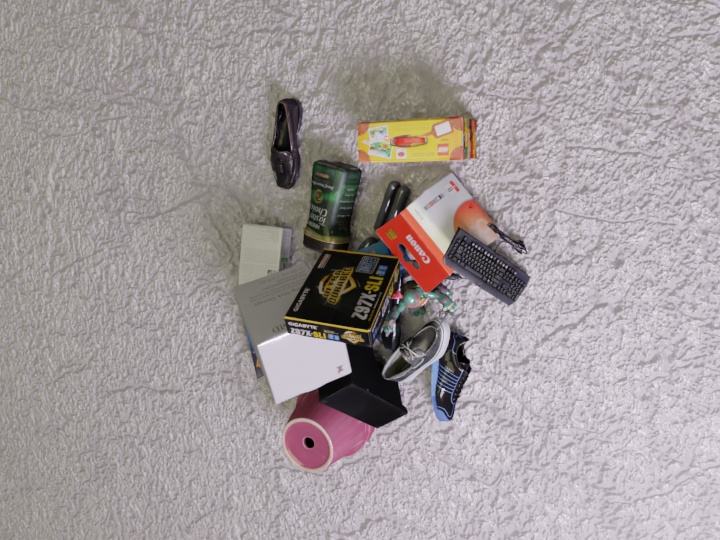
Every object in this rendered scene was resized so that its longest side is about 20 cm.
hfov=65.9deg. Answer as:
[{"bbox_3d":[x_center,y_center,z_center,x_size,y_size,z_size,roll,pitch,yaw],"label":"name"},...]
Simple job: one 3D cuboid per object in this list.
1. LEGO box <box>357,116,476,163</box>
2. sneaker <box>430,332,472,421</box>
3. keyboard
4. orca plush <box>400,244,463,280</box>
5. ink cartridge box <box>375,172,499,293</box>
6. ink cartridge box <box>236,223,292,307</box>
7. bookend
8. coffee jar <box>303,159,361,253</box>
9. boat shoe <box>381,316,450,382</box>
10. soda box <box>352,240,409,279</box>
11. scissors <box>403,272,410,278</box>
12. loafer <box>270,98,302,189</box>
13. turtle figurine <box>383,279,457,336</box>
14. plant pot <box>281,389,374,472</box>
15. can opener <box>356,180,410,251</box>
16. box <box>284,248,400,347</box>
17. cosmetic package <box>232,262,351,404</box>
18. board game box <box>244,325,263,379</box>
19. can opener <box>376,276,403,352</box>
[{"bbox_3d":[0.114,-0.250,1.074,0.199,0.149,0.078,3,103,22],"label":"LEGO box"},{"bbox_3d":[0.198,0.232,1.192,0.078,0.070,0.201,1,101,30],"label":"sneaker"},{"bbox_3d":[0.257,-0.025,1.073,0.200,0.021,0.127,30,85,-25],"label":"keyboard"},{"bbox_3d":[0.174,-0.002,1.149,0.199,0.105,0.071,-1,136,12],"label":"orca plush"},{"bbox_3d":[0.154,-0.077,1.084,0.162,0.200,0.050,51,155,5],"label":"ink cartridge box"},{"bbox_3d":[-0.227,-0.006,1.308,0.109,0.050,0.201,7,95,21],"label":"ink cartridge box"},{"bbox_3d":[-0.002,0.220,1.246,0.092,0.199,0.201,-33,44,24],"label":"bookend"},{"bbox_3d":[-0.064,-0.132,1.205,0.104,0.085,0.201,21,110,35],"label":"coffee jar"},{"bbox_3d":[0.115,0.176,1.169,0.072,0.071,0.200,57,131,33],"label":"boat shoe"},{"bbox_3d":[0.000,0.000,1.161,0.200,0.068,0.064,-21,119,38],"label":"soda box"},{"bbox_3d":[0.039,0.034,1.247,0.199,0.014,0.073,-1,99,22],"label":"scissors"},{"bbox_3d":[-0.173,-0.280,1.233,0.072,0.063,0.201,13,106,20],"label":"loafer"},{"bbox_3d":[0.117,0.065,1.110,0.149,0.200,0.101,-12,89,18],"label":"turtle figurine"},{"bbox_3d":[-0.084,0.359,1.278,0.199,0.179,0.201,5,104,22],"label":"plant pot"},{"bbox_3d":[0.049,-0.091,1.184,0.053,0.066,0.201,33,114,26],"label":"can opener"},{"bbox_3d":[-0.027,0.044,1.019,0.159,0.200,0.049,9,132,17],"label":"box"},{"bbox_3d":[-0.139,0.120,1.122,0.167,0.200,0.167,-21,127,-15],"label":"cosmetic package"},{"bbox_3d":[-0.192,0.166,1.341,0.199,0.062,0.201,6,103,20],"label":"board game box"},{"bbox_3d":[0.070,0.076,1.215,0.078,0.063,0.201,16,106,40],"label":"can opener"}]
